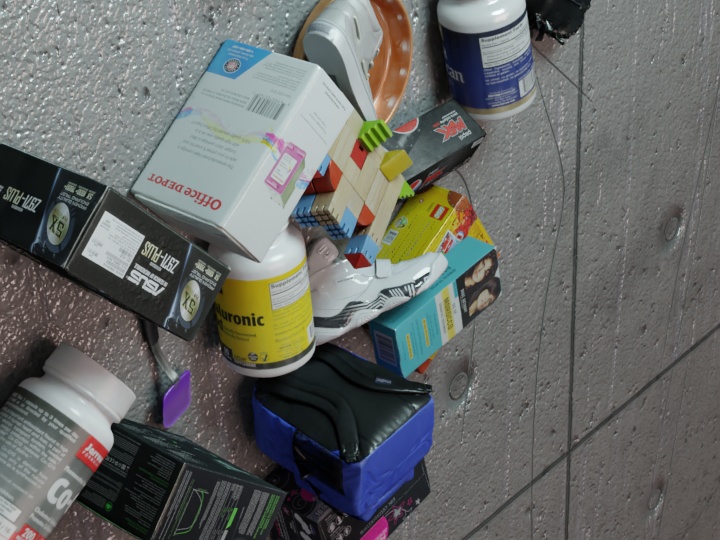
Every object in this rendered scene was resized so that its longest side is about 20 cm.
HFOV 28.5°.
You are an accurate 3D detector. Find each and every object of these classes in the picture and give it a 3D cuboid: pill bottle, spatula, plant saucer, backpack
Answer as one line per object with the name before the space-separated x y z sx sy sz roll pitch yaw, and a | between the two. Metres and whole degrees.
pill bottle | -0.320 0.181 1.416 0.200 0.114 0.114 -55 141 -16
spatula | -0.221 0.093 1.571 0.057 0.020 0.201 -51 139 -41
pill bottle | -0.113 0.010 1.592 0.111 0.111 0.201 -32 130 -38
plant saucer | -0.013 -0.239 1.658 0.200 0.032 0.201 -26 127 -41
backpack | -0.036 0.195 1.711 0.162 0.200 0.168 -34 141 -40
pill bottle | 0.155 -0.298 1.773 0.111 0.111 0.201 -41 135 -31

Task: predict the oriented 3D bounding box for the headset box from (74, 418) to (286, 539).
headset box | -0.205 0.235 1.539 0.200 0.174 0.093 28 84 -54

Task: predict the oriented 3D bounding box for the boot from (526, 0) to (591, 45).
boot | 0.264 -0.408 1.884 0.162 0.073 0.199 19 100 -51

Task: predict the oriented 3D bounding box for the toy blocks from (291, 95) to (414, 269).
toy blocks | -0.025 -0.094 1.568 0.200 0.100 0.137 51 48 -40

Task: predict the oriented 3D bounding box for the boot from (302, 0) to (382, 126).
boot | -0.001 -0.222 1.598 0.096 0.073 0.200 -55 149 -30

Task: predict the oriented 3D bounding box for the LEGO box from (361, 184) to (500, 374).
LEGO box | 0.081 0.009 1.860 0.200 0.077 0.149 -56 141 -16

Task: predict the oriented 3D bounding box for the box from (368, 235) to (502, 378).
box | 0.097 0.045 1.792 0.200 0.049 0.083 -38 133 -32

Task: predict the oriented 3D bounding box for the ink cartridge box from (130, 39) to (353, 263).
ink cartridge box | -0.124 -0.126 1.480 0.201 0.144 0.085 -58 142 -12

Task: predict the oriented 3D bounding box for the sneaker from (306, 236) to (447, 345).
sneaker | 0.000 0.000 1.697 0.199 0.075 0.115 -28 92 -5

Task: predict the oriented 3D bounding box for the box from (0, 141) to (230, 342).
box | -0.251 -0.025 1.358 0.200 0.163 0.086 38 78 -53

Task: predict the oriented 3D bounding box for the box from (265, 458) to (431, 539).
box | -0.019 0.285 1.844 0.200 0.114 0.133 -41 134 -33

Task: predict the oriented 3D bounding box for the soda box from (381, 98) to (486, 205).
soda box | 0.063 -0.139 1.755 0.200 0.071 0.063 -32 164 -39
